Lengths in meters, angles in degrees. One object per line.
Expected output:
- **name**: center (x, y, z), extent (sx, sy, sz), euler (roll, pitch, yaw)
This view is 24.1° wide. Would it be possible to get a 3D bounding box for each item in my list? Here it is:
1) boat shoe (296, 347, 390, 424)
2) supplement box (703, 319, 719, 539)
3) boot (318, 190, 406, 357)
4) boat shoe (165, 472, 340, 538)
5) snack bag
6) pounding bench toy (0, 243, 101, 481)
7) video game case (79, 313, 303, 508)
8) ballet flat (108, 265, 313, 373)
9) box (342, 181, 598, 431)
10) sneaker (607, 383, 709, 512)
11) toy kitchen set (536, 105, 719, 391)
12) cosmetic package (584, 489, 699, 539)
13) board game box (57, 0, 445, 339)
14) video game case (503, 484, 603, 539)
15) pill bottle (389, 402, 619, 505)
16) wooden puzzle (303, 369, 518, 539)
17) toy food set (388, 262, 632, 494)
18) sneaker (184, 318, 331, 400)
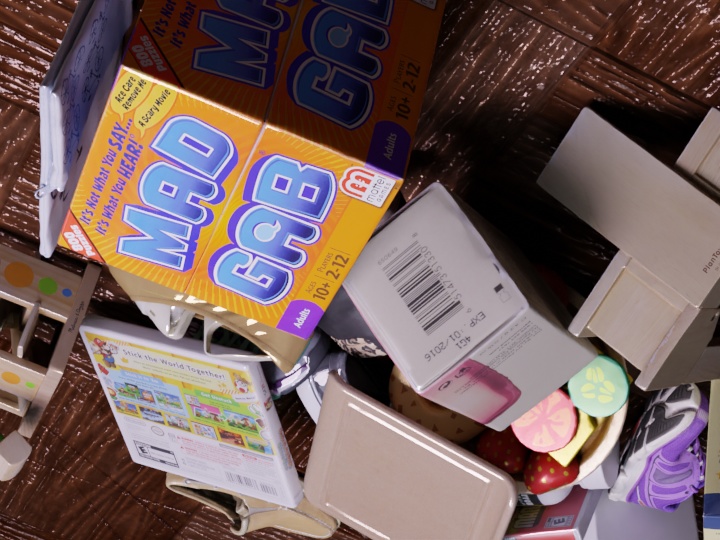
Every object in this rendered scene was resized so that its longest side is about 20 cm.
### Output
- **boat shoe**: center (0.011, 0.146, 1.601), extent (0.067, 0.072, 0.201), euler (-11, 128, 29)
- **supplement box**: center (0.364, 0.182, 1.429), extent (0.133, 0.201, 0.201), euler (1, 139, 15)
- **boot**: center (0.000, 0.000, 1.422), extent (0.199, 0.073, 0.150), euler (-23, 127, 42)
- **boat shoe**: center (-0.114, 0.242, 1.742), extent (0.199, 0.076, 0.072), euler (25, 139, -14)
- **snack bag**: center (-0.200, -0.128, 1.238), extent (0.021, 0.189, 0.201), euler (15, 141, 0)
- **pounding bench toy**: center (-0.348, 0.074, 1.515), extent (0.155, 0.201, 0.124), euler (23, 141, -12)
- **video game case**: center (-0.158, 0.131, 1.574), extent (0.199, 0.023, 0.183), euler (12, 135, 31)
- **ballet flat**: center (-0.137, 0.038, 1.440), extent (0.199, 0.063, 0.069), euler (16, 174, 19)
- **box**: center (0.085, 0.033, 1.311), extent (0.109, 0.128, 0.200), euler (-39, 155, 9)
- **sneaker**: center (0.286, 0.160, 1.519), extent (0.083, 0.081, 0.200), euler (21, 153, 7)
- **toy kitchen set**: center (0.246, -0.038, 1.322), extent (0.163, 0.180, 0.201), euler (40, 109, 25)
- **cosmetic package**: center (0.237, 0.337, 1.638), extent (0.122, 0.200, 0.200), euler (13, 143, -19)
- **board game box**: center (-0.077, -0.113, 1.210), extent (0.199, 0.201, 0.200), euler (21, 140, -9)
- **video game case**: center (0.132, 0.218, 1.592), extent (0.199, 0.143, 0.018), euler (-10, 113, 27)
- **pill bottle**: center (0.131, 0.159, 1.540), extent (0.199, 0.113, 0.113), euler (-4, 138, 22)
- **wooden puzzle**: center (0.043, 0.190, 1.493), extent (0.199, 0.037, 0.186), euler (32, 141, 16)
- **toy food set**: center (0.134, 0.094, 1.441), extent (0.200, 0.049, 0.199), euler (40, 112, 16)
- **sneaker**: center (-0.122, 0.076, 1.554), extent (0.199, 0.075, 0.088), euler (-20, 125, 35)
